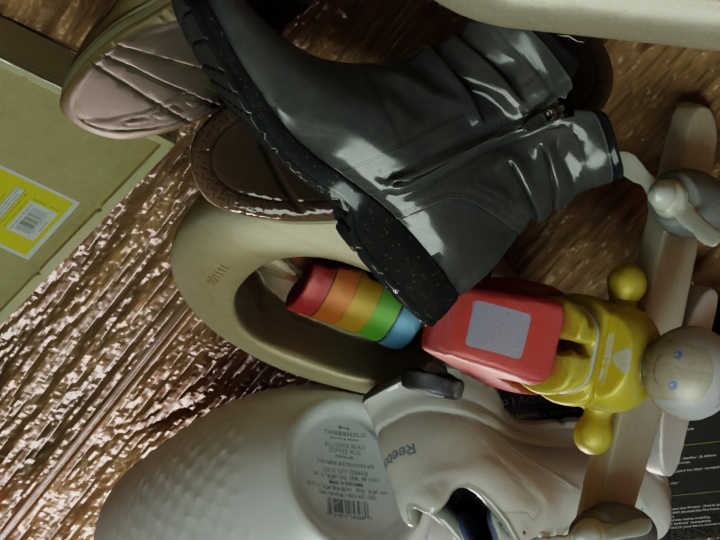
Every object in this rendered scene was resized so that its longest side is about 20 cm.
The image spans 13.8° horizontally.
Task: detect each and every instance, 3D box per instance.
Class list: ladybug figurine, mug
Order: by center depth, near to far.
[{"bbox_3d":[0.000,0.000,1.513,0.200,0.072,0.136,23,137,-20],"label":"ladybug figurine"},{"bbox_3d":[-0.020,0.145,1.605,0.200,0.148,0.175,22,149,-21],"label":"mug"}]

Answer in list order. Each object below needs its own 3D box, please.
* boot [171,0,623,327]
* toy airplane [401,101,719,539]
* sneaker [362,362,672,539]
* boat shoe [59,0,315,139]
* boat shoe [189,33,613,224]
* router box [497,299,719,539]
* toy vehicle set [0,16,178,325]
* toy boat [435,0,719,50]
[{"bbox_3d":[0.018,-0.085,1.337,0.132,0.070,0.200,-42,112,-1],"label":"boot"},{"bbox_3d":[0.135,0.048,1.443,0.141,0.199,0.200,11,131,52],"label":"toy airplane"},{"bbox_3d":[0.082,0.117,1.539,0.200,0.087,0.074,19,143,-33],"label":"sneaker"},{"bbox_3d":[-0.068,-0.133,1.369,0.074,0.066,0.200,26,133,-33],"label":"boat shoe"},{"bbox_3d":[0.019,-0.065,1.410,0.202,0.075,0.075,-11,178,-4],"label":"boat shoe"},{"bbox_3d":[0.127,0.089,1.619,0.200,0.051,0.149,-6,137,12],"label":"router box"},{"bbox_3d":[-0.196,-0.046,1.515,0.124,0.027,0.200,27,135,-23],"label":"toy vehicle set"},{"bbox_3d":[0.104,-0.174,1.284,0.199,0.131,0.131,6,109,-2],"label":"toy boat"}]
